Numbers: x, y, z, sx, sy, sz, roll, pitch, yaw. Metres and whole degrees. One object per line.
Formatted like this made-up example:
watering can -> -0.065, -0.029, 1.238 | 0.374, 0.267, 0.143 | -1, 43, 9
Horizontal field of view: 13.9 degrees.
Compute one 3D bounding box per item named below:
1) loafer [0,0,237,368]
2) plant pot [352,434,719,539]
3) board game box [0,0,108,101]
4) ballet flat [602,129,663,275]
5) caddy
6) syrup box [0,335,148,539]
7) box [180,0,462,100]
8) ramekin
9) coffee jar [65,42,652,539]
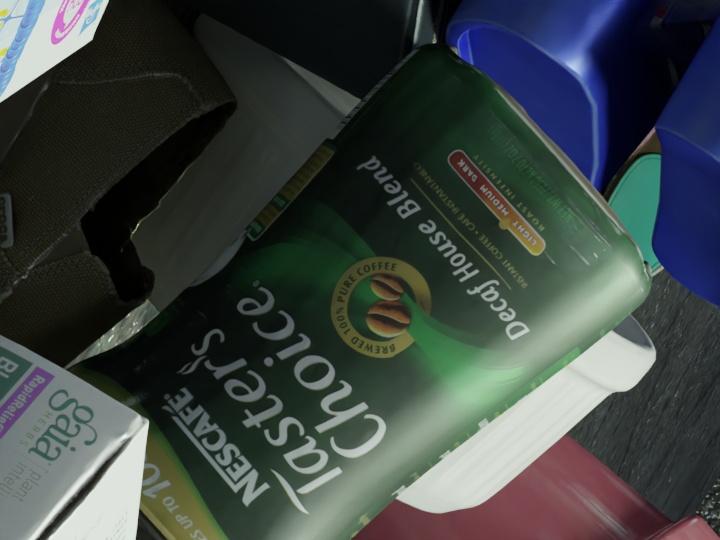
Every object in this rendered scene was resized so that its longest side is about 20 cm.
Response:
loafer -> -0.105, 0.003, 0.907 | 0.200, 0.067, 0.076 | -62, 167, 3
plant pot -> 0.047, 0.141, 1.292 | 0.200, 0.179, 0.200 | -38, 169, -9
board game box -> -0.086, -0.122, 0.677 | 0.196, 0.056, 0.200 | -63, 173, 26
ballet flat -> 0.211, -0.083, 1.953 | 0.071, 0.069, 0.200 | -86, -161, -73
caddy -> 0.110, -0.071, 0.940 | 0.105, 0.141, 0.200 | -56, 168, -10
syrup box -> -0.119, 0.110, 0.831 | 0.079, 0.081, 0.200 | -51, 160, -40
box -> 0.026, -0.178, 0.943 | 0.200, 0.107, 0.149 | -53, 165, -33
ramekin -> 0.000, 0.000, 1.038 | 0.094, 0.202, 0.202 | -51, 168, 7
coffee jar -> -0.016, 0.032, 0.886 | 0.200, 0.104, 0.085 | -43, -176, -2
